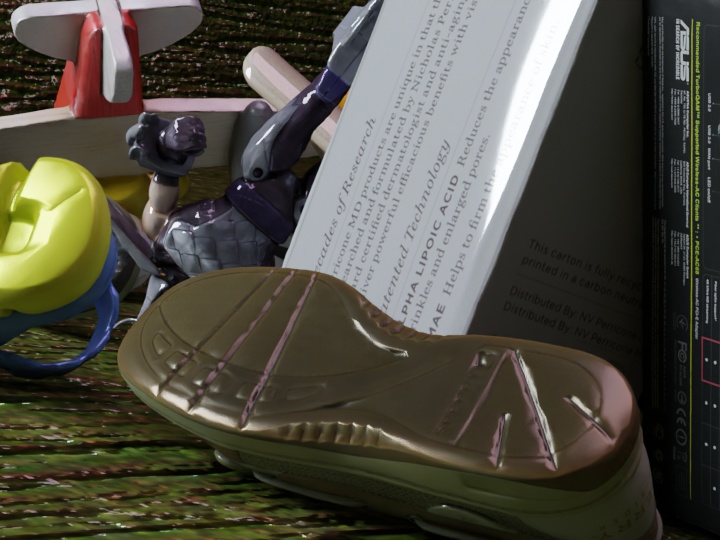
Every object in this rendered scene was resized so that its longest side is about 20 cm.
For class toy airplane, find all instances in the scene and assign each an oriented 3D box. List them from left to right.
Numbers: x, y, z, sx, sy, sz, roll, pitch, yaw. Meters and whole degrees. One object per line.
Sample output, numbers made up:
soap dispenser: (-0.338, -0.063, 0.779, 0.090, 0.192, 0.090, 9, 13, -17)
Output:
toy airplane: (-0.136, -0.060, 1.061, 0.199, 0.142, 0.199, -23, -25, 26)

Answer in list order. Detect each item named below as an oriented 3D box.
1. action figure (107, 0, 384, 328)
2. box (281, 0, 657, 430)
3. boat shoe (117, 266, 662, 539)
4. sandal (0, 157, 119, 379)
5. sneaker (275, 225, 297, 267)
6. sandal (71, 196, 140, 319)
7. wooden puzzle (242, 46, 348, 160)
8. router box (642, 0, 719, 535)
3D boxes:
action figure: (-0.032, -0.038, 0.833, 0.130, 0.200, 0.069, 42, 1, -19)
box: (0.104, -0.036, 0.784, 0.198, 0.201, 0.131, 19, 5, -34)
boat shoe: (0.005, 0.050, 0.645, 0.200, 0.063, 0.073, 9, 49, 33)
sandal: (-0.174, 0.004, 0.762, 0.199, 0.080, 0.087, 8, -28, 25)
sneaker: (0.000, 0.000, 0.993, 0.074, 0.089, 0.200, 13, 4, 38)
sandal: (-0.187, -0.017, 0.940, 0.200, 0.080, 0.057, 20, -8, 26)
wooden puzzle: (0.041, -0.033, 0.986, 0.185, 0.046, 0.200, 42, 0, 21)
router box: (0.164, 0.001, 0.655, 0.062, 0.201, 0.150, -10, 15, -30)
